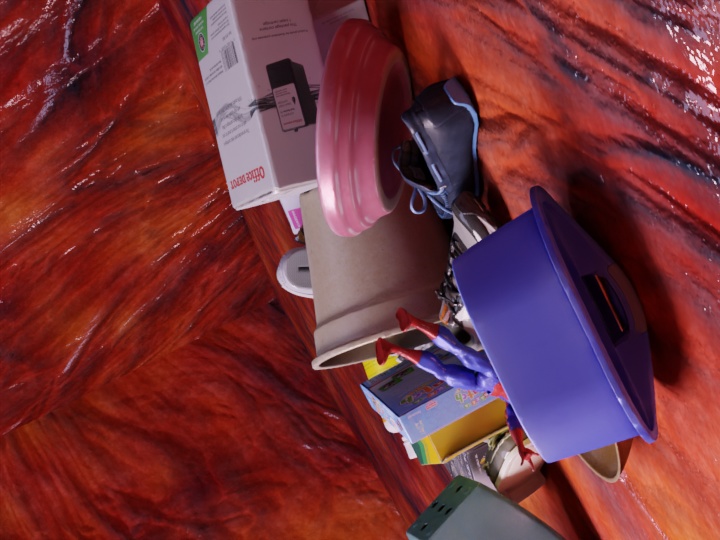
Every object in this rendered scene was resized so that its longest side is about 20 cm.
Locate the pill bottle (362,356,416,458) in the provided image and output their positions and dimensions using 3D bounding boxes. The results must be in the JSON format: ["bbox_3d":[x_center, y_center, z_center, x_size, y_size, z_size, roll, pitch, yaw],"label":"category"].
[{"bbox_3d":[0.065,0.133,1.698,0.109,0.109,0.201,109,142,-79],"label":"pill bottle"}]

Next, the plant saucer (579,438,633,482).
[{"bbox_3d":[0.180,0.081,1.126,0.201,0.035,0.200,62,173,14],"label":"plant saucer"}]

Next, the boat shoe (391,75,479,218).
[{"bbox_3d":[0.061,-0.106,1.189,0.084,0.068,0.200,59,171,30],"label":"boat shoe"}]

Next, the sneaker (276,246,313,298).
[{"bbox_3d":[0.000,0.000,1.519,0.071,0.199,0.073,172,104,-74],"label":"sneaker"}]

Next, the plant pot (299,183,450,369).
[{"bbox_3d":[0.020,-0.012,1.404,0.200,0.199,0.184,107,147,-79],"label":"plant pot"}]

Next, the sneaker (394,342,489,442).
[{"bbox_3d":[0.113,0.118,1.607,0.200,0.075,0.081,49,-148,10],"label":"sneaker"}]

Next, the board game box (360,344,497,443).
[{"bbox_3d":[0.090,0.114,1.402,0.037,0.151,0.200,64,173,-8],"label":"board game box"}]

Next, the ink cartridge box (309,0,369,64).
[{"bbox_3d":[-0.027,-0.220,1.402,0.116,0.068,0.201,56,168,43],"label":"ink cartridge box"}]

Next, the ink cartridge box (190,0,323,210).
[{"bbox_3d":[-0.093,-0.171,1.313,0.146,0.083,0.201,170,87,-68],"label":"ink cartridge box"}]

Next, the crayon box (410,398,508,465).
[{"bbox_3d":[0.122,0.159,1.435,0.051,0.126,0.200,63,171,6],"label":"crayon box"}]

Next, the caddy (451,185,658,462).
[{"bbox_3d":[0.150,0.039,0.956,0.201,0.105,0.141,64,-166,-1],"label":"caddy"}]

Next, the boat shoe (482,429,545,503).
[{"bbox_3d":[0.168,0.211,1.489,0.060,0.072,0.202,55,173,23],"label":"boat shoe"}]

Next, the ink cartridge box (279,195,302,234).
[{"bbox_3d":[-0.048,-0.143,1.616,0.120,0.042,0.200,67,-149,-20],"label":"ink cartridge box"}]

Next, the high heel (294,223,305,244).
[{"bbox_3d":[-0.045,-0.131,1.532,0.201,0.142,0.071,62,172,12],"label":"high heel"}]

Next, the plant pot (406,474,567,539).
[{"bbox_3d":[0.155,0.328,1.453,0.200,0.141,0.141,45,170,-6],"label":"plant pot"}]

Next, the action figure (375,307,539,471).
[{"bbox_3d":[0.116,0.112,1.233,0.199,0.065,0.099,22,-152,-24],"label":"action figure"}]

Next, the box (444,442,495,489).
[{"bbox_3d":[0.146,0.243,1.817,0.159,0.048,0.201,57,169,45],"label":"box"}]

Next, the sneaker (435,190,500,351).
[{"bbox_3d":[0.106,0.010,1.232,0.201,0.079,0.074,74,169,-47],"label":"sneaker"}]

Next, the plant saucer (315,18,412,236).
[{"bbox_3d":[0.009,-0.131,1.231,0.200,0.051,0.202,4,-90,-76],"label":"plant saucer"}]
